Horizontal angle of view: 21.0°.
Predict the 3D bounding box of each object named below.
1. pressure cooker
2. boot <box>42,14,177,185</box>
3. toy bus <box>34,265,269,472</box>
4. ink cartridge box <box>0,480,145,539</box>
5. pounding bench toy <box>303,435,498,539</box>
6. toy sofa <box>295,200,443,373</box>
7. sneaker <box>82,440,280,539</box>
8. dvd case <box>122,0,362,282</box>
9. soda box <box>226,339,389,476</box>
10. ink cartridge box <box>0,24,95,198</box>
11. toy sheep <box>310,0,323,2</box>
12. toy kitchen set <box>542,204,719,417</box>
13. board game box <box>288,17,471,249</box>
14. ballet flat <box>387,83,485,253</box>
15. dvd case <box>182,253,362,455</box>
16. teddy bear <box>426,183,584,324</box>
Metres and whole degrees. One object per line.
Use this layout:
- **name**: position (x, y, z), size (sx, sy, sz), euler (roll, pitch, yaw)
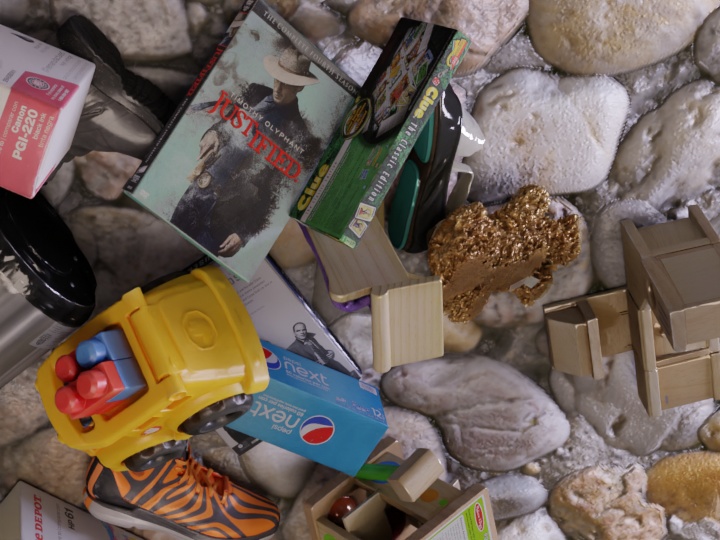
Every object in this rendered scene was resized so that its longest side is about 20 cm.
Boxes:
- **pressure cooker**: position (-0.348, 0.024, 1.662), size (0.199, 0.179, 0.176), euler (-38, 125, 12)
- **boot**: position (-0.230, -0.114, 1.674), size (0.131, 0.070, 0.200), euler (-37, 111, 16)
- **toy bus**: position (-0.210, 0.098, 1.677), size (0.199, 0.137, 0.191), euler (-34, 167, 32)
- **ink cartridge box**: position (-0.270, 0.312, 1.879), size (0.199, 0.145, 0.085), euler (29, 113, -26)
- **pounding bench toy**: position (0.031, 0.232, 1.879), size (0.124, 0.155, 0.201), euler (-34, 129, -29)
- **toy sofa**: position (0.000, 0.000, 1.707), size (0.097, 0.200, 0.084), euler (-11, 125, -12)
- **sneaker**: position (-0.162, 0.201, 1.873), size (0.198, 0.078, 0.113), euler (11, 120, -18)
- **dvd case**: position (-0.096, -0.111, 1.665), size (0.146, 0.022, 0.201), euler (38, 79, -33)
- **soda box**: position (-0.076, 0.119, 1.817), size (0.199, 0.064, 0.068), euler (24, 115, -23)
- **ink cartridge box**: position (-0.326, -0.150, 1.544), size (0.198, 0.146, 0.085), euler (21, 110, -4)
- **toy sheep**: position (-0.043, -0.279, 1.563), size (0.198, 0.138, 0.139), euler (2, 122, -1)
- **toy kitchen set**: position (0.271, 0.079, 1.824), size (0.161, 0.181, 0.202), euler (-13, 120, -2)
- **board game box**: position (0.015, -0.119, 1.649), size (0.023, 0.105, 0.201), euler (31, 88, -32)
- **ballet flat**: position (0.070, -0.103, 1.742), size (0.068, 0.068, 0.201), euler (-7, 134, -19)
- **dvd case**: position (-0.111, 0.071, 1.833), size (0.150, 0.025, 0.200), euler (-32, 122, 9)
- **teddy bear**: position (0.127, -0.017, 1.781), size (0.199, 0.067, 0.146), euler (-13, 143, -36)
